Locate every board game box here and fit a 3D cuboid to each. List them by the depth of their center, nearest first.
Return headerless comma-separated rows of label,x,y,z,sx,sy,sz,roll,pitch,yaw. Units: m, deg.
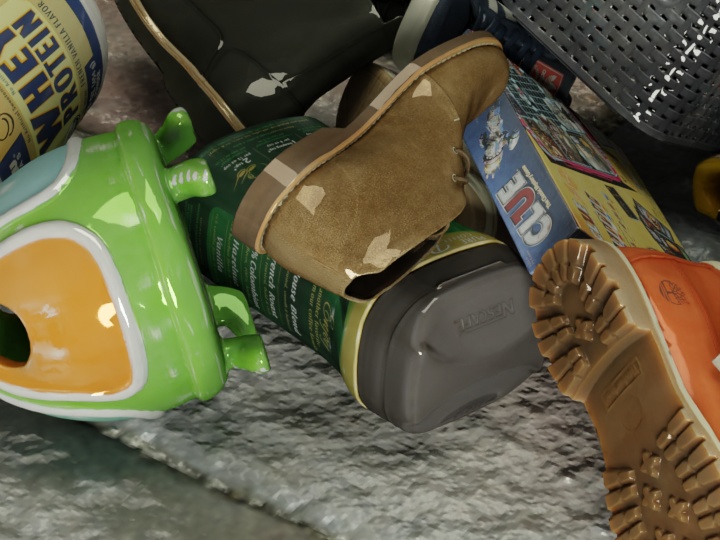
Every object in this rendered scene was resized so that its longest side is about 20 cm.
board game box,0.116,-0.035,0.951,0.135,0.035,0.200,34,21,-31

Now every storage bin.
storage bin,0.193,-0.146,1.067,0.135,0.094,0.200,47,23,26

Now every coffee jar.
coffee jar,0.000,0.000,0.913,0.104,0.085,0.200,-20,39,-33

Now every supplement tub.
supplement tub,-0.232,-0.079,0.938,0.144,0.144,0.200,12,46,12

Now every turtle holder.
turtle holder,-0.129,-0.005,0.860,0.132,0.141,0.186,-18,40,-5

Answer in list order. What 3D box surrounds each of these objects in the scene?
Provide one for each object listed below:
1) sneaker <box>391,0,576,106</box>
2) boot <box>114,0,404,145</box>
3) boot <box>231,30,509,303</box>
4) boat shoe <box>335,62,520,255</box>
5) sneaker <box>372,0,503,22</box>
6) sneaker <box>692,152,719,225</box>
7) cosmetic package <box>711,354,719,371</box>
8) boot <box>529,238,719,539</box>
sneaker,0.082,-0.126,1.067,0.084,0.075,0.200,29,5,18
boot,-0.063,-0.155,1.105,0.138,0.077,0.200,-36,53,1
boot,0.026,-0.049,0.866,0.075,0.074,0.200,36,47,13
boat shoe,0.043,-0.058,1.031,0.065,0.072,0.200,10,23,-28
sneaker,0.047,-0.184,1.222,0.200,0.076,0.091,-6,41,-12
sneaker,0.245,-0.013,0.984,0.082,0.078,0.200,-8,25,-12
cosmetic package,0.260,0.073,0.755,0.103,0.087,0.200,-29,74,-41
boot,0.158,0.074,0.799,0.107,0.075,0.200,3,57,-34
